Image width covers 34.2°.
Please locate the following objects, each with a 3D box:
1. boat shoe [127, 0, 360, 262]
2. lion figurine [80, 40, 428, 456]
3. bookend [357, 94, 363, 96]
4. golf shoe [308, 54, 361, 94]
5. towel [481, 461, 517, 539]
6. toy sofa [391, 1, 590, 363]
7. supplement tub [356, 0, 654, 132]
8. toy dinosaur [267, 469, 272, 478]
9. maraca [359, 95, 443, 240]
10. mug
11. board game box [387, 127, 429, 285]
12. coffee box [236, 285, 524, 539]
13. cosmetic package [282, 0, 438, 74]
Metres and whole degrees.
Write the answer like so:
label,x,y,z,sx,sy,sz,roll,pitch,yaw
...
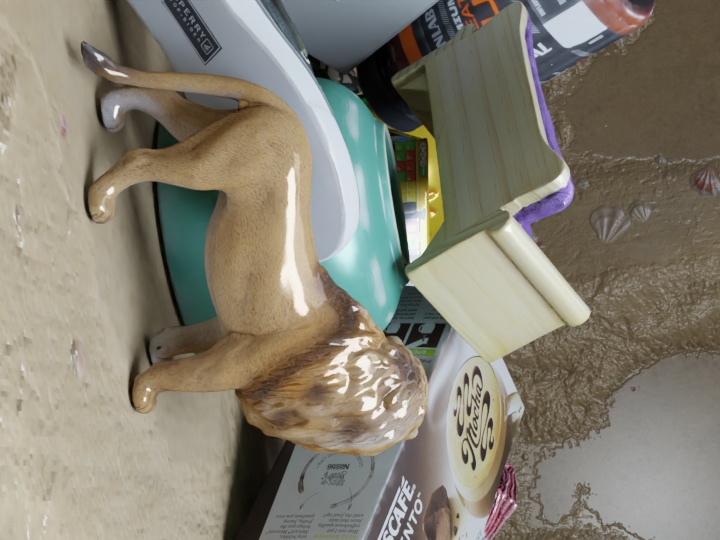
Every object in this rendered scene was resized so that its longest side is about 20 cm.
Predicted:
label,x,y,z,sx,sy,sz,roll,pitch,yaw
boat shoe,-0.052,-0.101,0.546,0.057,0.068,0.201,-34,95,-54
lion figurine,-0.044,-0.008,0.503,0.073,0.121,0.202,-80,159,-71
bookend,0.021,-0.053,1.256,0.199,0.091,0.202,68,16,-64
golf shoe,-0.047,-0.161,0.899,0.200,0.076,0.089,-72,145,-77
towel,0.053,0.236,0.895,0.023,0.201,0.144,37,4,6
toy sofa,0.081,-0.056,0.664,0.083,0.097,0.201,47,25,-33
supplement tub,0.091,-0.168,0.797,0.107,0.199,0.108,29,47,-37
toy dinosaur,-0.028,0.162,0.751,0.088,0.047,0.201,-66,152,-46
maraca,0.019,-0.053,0.970,0.107,0.136,0.201,-44,155,-50
mug,-0.034,-0.035,0.655,0.186,0.113,0.153,-87,166,-61
board game box,0.000,0.000,0.833,0.165,0.056,0.202,-141,-132,-72
coffee box,0.017,0.118,0.663,0.114,0.079,0.201,62,39,-35
cosmetic package,0.019,-0.264,0.737,0.200,0.122,0.201,-22,-137,61
